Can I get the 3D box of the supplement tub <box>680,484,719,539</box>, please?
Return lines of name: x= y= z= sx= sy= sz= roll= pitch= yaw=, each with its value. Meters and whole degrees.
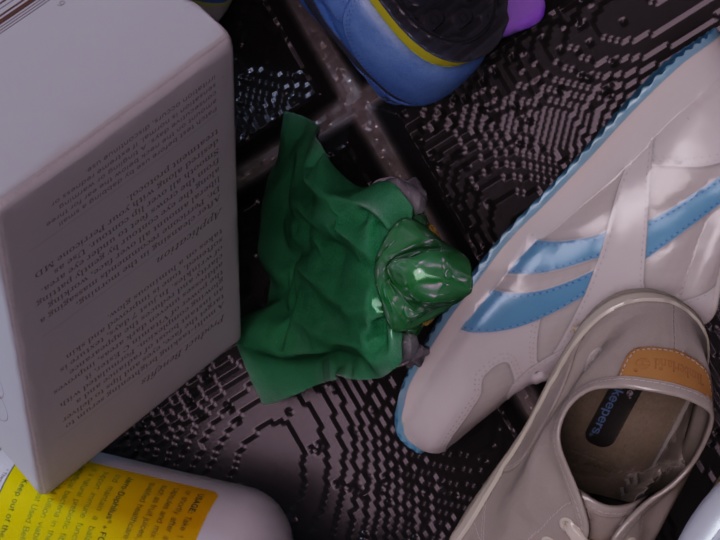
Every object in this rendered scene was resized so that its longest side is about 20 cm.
supplement tub: x=0.180 y=0.121 z=0.862 sx=0.144 sy=0.200 sz=0.147 roll=0 pitch=91 yaw=12

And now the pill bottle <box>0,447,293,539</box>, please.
pill bottle: x=-0.095 y=0.127 z=0.980 sx=0.198 sy=0.104 sz=0.105 roll=12 pitch=93 yaw=12

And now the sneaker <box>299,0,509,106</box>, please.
sneaker: x=-0.023 y=-0.150 z=0.946 sx=0.066 sy=0.078 sz=0.201 roll=-34 pitch=93 yaw=-30

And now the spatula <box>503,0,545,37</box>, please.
spatula: x=0.102 y=-0.138 z=0.975 sx=0.199 sy=0.021 sz=0.057 roll=-19 pitch=85 yaw=12

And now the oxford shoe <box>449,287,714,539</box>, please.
oxford shoe: x=0.080 y=0.101 z=0.939 sx=0.075 sy=0.058 sz=0.201 roll=15 pitch=117 yaw=-13

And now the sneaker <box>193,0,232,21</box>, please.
sneaker: x=-0.088 y=-0.137 z=0.924 sx=0.075 sy=0.201 sz=0.106 roll=-18 pitch=50 yaw=4

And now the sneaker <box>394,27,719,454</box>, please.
sneaker: x=0.092 y=0.004 z=0.954 sx=0.081 sy=0.077 sz=0.200 roll=43 pitch=103 yaw=1

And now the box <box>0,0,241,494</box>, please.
box: x=-0.131 y=-0.042 z=0.911 sx=0.106 sy=0.201 sz=0.152 roll=-38 pitch=67 yaw=-22

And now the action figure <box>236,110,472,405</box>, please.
action figure: x=0.000 y=0.000 z=0.911 sx=0.054 sy=0.200 sz=0.119 roll=0 pitch=93 yaw=-14
